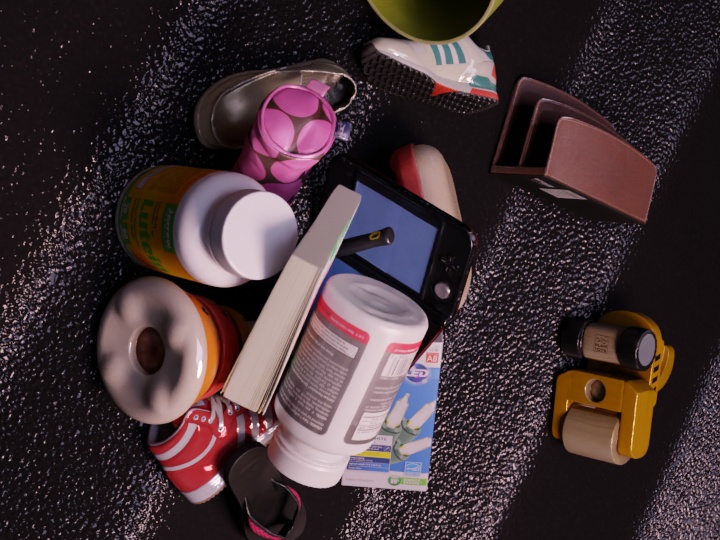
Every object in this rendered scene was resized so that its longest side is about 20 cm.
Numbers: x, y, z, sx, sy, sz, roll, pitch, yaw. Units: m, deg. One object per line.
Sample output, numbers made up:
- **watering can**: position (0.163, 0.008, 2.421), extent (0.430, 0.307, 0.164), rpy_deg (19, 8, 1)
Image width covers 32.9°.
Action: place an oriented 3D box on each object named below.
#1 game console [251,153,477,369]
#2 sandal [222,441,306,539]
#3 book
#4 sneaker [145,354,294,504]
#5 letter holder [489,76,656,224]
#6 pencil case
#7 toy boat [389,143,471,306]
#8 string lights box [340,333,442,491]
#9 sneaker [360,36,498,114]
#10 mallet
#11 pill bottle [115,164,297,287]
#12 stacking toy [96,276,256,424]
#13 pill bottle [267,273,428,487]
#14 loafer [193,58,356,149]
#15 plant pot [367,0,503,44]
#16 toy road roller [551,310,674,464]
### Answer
- **game console**: position (0.000, 0.000, 1.297), extent (0.119, 0.200, 0.173), rpy_deg (-28, 142, -45)
- **sandal**: position (-0.099, 0.259, 1.334), extent (0.075, 0.045, 0.200), rpy_deg (-42, 145, -17)
- **book**: position (-0.065, 0.027, 1.194), extent (0.048, 0.200, 0.134), rpy_deg (27, 38, 1)
- **sneaker**: position (-0.143, 0.143, 1.307), extent (0.200, 0.071, 0.113), rpy_deg (-48, 125, -19)
- **letter holder**: position (0.284, -0.158, 1.562), extent (0.200, 0.100, 0.143), rpy_deg (20, 83, -37)
- **pencil case**: position (-0.084, -0.112, 1.241), extent (0.091, 0.200, 0.094), rpy_deg (23, 62, -12)
- **toy boat**: position (0.052, -0.039, 1.401), extent (0.131, 0.130, 0.201), rpy_deg (37, 40, -75)
- **string lights box**: position (0.034, 0.150, 1.385), extent (0.102, 0.059, 0.201), rpy_deg (4, 117, 0)
- **sneaker**: position (0.081, -0.252, 1.427), extent (0.199, 0.070, 0.094), rpy_deg (13, 71, -35)
- **mallet**: position (-0.048, -0.024, 1.277), extent (0.041, 0.200, 0.066), rpy_deg (40, 41, -41)
- **pill bottle**: position (-0.150, -0.044, 1.192), extent (0.111, 0.200, 0.112), rpy_deg (-6, 100, -36)
- **stacking toy**: position (-0.162, 0.077, 1.272), extent (0.200, 0.146, 0.147), rpy_deg (-2, 99, -56)
- **pill bottle**: position (-0.020, 0.113, 1.215), extent (0.110, 0.111, 0.200), rpy_deg (9, 114, -37)
- **loafer**: position (-0.087, -0.183, 1.300), extent (0.200, 0.068, 0.076), rpy_deg (-27, 112, -31)
- **plant pot**: position (0.122, -0.377, 1.375), extent (0.200, 0.187, 0.188), rpy_deg (-39, 119, -44)
- **toy road roller**: position (0.353, 0.154, 1.651), extent (0.146, 0.123, 0.201), rpy_deg (5, 94, -48)
